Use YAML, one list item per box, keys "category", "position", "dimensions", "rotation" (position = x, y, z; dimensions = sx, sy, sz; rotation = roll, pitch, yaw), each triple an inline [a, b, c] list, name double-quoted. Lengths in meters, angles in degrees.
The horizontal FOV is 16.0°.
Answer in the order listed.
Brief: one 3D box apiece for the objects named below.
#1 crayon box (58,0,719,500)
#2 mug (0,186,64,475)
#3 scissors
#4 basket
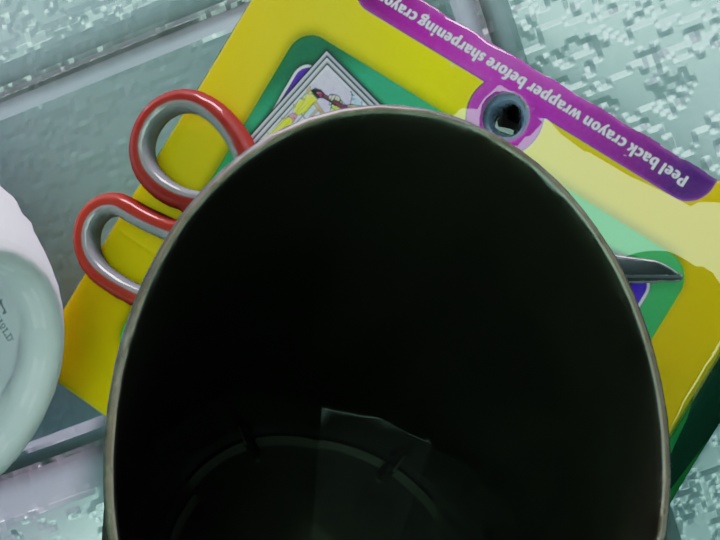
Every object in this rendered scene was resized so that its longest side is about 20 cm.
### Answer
- category: "crayon box"
  position: [0.020, 0.013, 0.838]
  dimensions: [0.200, 0.058, 0.173]
  rotation: [33, 95, 20]
- category: "mug"
  position: [-0.184, 0.027, 0.851]
  dimensions: [0.175, 0.147, 0.201]
  rotation: [23, 135, 37]
- category: "scissors"
  position: [0.000, 0.000, 0.809]
  dimensions: [0.199, 0.014, 0.074]
  rotation: [20, 88, 20]
- category: "basket"
  position: [-0.009, 0.079, 0.689]
  dimensions: [0.135, 0.200, 0.181]
  rotation: [8, 67, -7]
